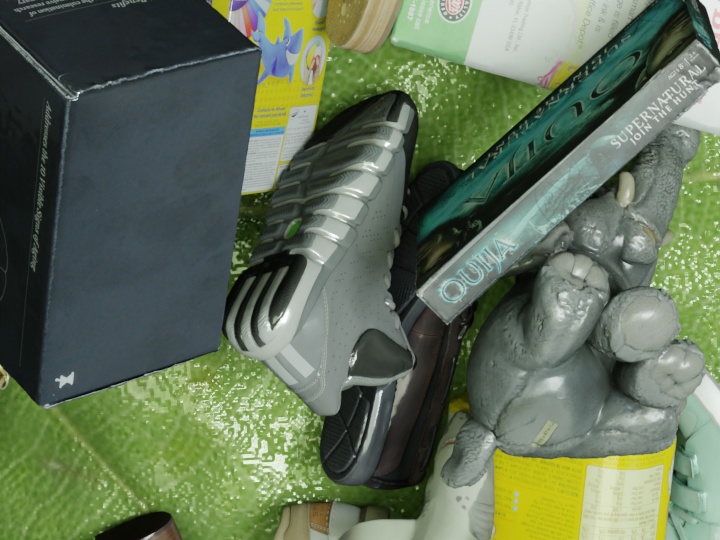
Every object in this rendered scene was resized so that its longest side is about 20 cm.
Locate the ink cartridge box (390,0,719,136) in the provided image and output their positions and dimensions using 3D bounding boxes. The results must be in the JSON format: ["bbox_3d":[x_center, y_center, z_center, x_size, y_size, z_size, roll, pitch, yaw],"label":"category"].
[{"bbox_3d":[0.130,-0.176,1.578,0.199,0.088,0.146,15,103,-2],"label":"ink cartridge box"}]

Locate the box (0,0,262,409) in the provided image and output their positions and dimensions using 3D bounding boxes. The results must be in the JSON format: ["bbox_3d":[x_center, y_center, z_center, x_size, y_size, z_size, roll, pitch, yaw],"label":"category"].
[{"bbox_3d":[-0.165,-0.072,1.491,0.123,0.197,0.201,-16,134,-32],"label":"box"}]

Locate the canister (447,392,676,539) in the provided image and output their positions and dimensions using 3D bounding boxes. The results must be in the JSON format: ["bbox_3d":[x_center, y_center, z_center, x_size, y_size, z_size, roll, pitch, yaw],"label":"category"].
[{"bbox_3d":[0.109,0.181,1.636,0.148,0.086,0.201,13,104,37],"label":"canister"}]

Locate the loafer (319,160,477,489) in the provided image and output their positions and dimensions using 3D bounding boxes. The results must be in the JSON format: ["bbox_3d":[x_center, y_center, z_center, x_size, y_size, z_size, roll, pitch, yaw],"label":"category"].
[{"bbox_3d":[0.035,0.035,1.642,0.063,0.072,0.201,14,101,-31],"label":"loafer"}]

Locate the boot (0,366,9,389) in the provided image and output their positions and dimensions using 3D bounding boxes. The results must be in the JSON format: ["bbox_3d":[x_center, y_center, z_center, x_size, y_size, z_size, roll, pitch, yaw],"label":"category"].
[{"bbox_3d":[-0.207,0.046,1.636,0.199,0.073,0.156,2,102,2],"label":"boot"}]

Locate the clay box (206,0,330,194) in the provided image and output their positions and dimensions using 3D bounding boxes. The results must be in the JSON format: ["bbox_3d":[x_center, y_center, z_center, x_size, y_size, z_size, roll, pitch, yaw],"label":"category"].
[{"bbox_3d":[-0.061,-0.144,1.570,0.047,0.115,0.201,16,103,28],"label":"clay box"}]

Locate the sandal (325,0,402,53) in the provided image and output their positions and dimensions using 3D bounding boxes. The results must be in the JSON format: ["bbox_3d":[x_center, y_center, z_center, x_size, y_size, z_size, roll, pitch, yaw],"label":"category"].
[{"bbox_3d":[0.003,-0.225,1.528,0.069,0.078,0.213,9,107,-27],"label":"sandal"}]

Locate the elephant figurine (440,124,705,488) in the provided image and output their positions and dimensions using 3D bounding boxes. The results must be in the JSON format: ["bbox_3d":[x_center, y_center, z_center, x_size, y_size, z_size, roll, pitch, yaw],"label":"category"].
[{"bbox_3d":[0.122,0.011,1.585,0.154,0.200,0.142,3,125,-6],"label":"elephant figurine"}]

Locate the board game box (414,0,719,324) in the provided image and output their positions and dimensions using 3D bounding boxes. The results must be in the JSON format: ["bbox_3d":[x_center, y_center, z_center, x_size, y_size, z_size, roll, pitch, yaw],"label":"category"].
[{"bbox_3d":[0.109,-0.066,1.496,0.200,0.135,0.028,-43,103,14],"label":"board game box"}]

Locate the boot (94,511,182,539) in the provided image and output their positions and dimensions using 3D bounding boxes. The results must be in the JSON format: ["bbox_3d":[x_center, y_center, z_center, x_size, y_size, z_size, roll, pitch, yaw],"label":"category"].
[{"bbox_3d":[-0.156,0.268,1.695,0.186,0.064,0.201,-21,106,4],"label":"boot"}]

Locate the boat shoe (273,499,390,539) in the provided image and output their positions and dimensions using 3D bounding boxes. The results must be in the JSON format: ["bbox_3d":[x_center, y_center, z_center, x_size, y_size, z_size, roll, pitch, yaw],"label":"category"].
[{"bbox_3d":[-0.029,0.236,1.683,0.068,0.075,0.201,8,94,2],"label":"boat shoe"}]

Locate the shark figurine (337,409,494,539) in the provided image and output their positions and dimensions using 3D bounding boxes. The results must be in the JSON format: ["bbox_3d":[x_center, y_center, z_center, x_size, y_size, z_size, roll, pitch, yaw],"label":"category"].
[{"bbox_3d":[0.021,0.198,1.595,0.214,0.128,0.089,-42,143,4],"label":"shark figurine"}]

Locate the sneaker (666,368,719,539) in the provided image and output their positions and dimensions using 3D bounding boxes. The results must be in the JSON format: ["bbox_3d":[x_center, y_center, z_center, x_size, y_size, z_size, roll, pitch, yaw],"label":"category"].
[{"bbox_3d":[0.185,0.139,1.651,0.118,0.074,0.201,-28,104,0],"label":"sneaker"}]

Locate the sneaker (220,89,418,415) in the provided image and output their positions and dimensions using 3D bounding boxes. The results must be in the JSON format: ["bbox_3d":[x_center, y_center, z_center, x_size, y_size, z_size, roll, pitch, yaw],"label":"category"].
[{"bbox_3d":[0.000,0.000,1.583,0.075,0.200,0.116,-10,130,45],"label":"sneaker"}]
